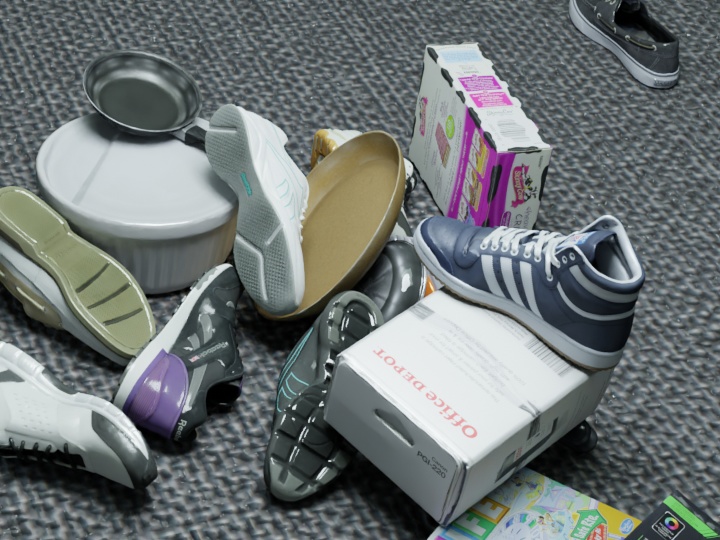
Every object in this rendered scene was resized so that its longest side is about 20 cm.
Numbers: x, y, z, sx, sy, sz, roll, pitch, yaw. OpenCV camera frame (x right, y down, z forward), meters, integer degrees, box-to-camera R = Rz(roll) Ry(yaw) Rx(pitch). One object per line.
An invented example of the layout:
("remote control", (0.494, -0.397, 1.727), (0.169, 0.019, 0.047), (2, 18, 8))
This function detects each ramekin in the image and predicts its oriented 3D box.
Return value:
("ramekin", (-0.203, -0.062, 1.794), (0.201, 0.095, 0.203), (5, 36, -4))

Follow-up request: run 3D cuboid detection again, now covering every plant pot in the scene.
("plant pot", (-0.023, -0.036, 1.739), (0.027, 0.200, 0.201), (34, 27, -26))

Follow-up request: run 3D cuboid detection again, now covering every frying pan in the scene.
("frying pan", (-0.172, -0.151, 1.813), (0.189, 0.031, 0.115), (22, 42, -1))
("frying pan", (0.012, -0.007, 1.728), (0.031, 0.115, 0.191), (27, 44, -35))

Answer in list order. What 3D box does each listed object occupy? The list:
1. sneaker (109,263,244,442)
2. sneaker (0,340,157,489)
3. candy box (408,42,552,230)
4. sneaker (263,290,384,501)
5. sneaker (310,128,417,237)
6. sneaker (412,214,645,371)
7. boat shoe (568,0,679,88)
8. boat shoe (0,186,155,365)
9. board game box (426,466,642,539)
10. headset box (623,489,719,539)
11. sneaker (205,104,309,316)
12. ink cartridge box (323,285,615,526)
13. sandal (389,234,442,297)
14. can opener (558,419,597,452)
("sneaker", (-0.133, 0.077, 1.654), (0.087, 0.076, 0.200), (29, 43, 5))
("sneaker", (-0.249, 0.134, 1.556), (0.199, 0.074, 0.080), (25, 54, 29))
("candy box", (0.114, -0.116, 1.883), (0.061, 0.137, 0.200), (-6, 39, -20))
("sneaker", (-0.036, 0.113, 1.614), (0.075, 0.079, 0.201), (36, 54, -16))
("sneaker", (0.023, -0.079, 1.871), (0.087, 0.076, 0.200), (-5, 40, -23))
("sneaker", (0.139, -0.013, 1.542), (0.199, 0.109, 0.070), (32, 45, 16))
("boat shoe", (0.304, -0.285, 2.202), (0.069, 0.067, 0.200), (-8, 39, -20))
("boat shoe", (-0.260, 0.015, 1.702), (0.200, 0.069, 0.075), (46, 43, 14))
("board game box", (0.118, 0.236, 1.494), (0.134, 0.034, 0.200), (23, 39, 21))
("headset box", (0.234, 0.279, 1.379), (0.174, 0.093, 0.200), (40, 45, 18))
("sneaker", (-0.075, -0.055, 1.713), (0.080, 0.070, 0.201), (9, 60, -47))
("ink cartridge box", (0.090, 0.093, 1.560), (0.146, 0.085, 0.200), (40, 48, 24))
("sandal", (0.089, 0.019, 1.742), (0.206, 0.080, 0.059), (9, -8, 36))
("can opener", (0.118, 0.103, 1.667), (0.199, 0.079, 0.063), (26, 2, 20))
